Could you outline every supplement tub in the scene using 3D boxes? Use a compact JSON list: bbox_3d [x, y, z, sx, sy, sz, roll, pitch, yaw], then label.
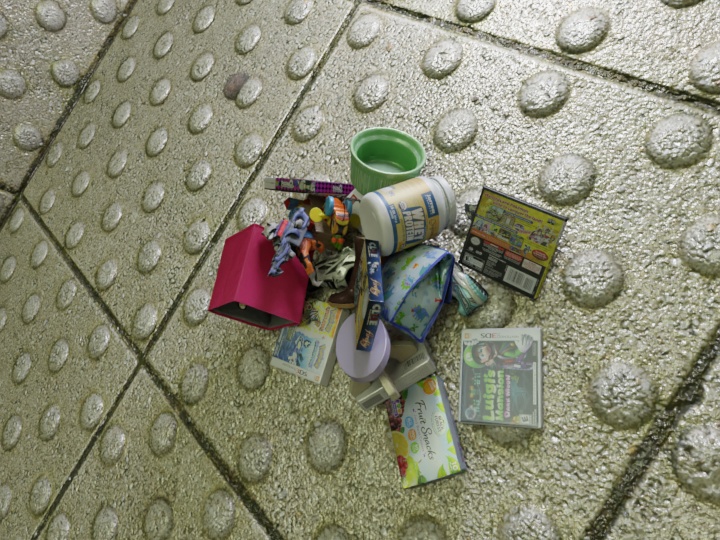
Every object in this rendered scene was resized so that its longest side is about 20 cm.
[{"bbox_3d":[0.109,-0.131,1.246,0.195,0.147,0.147,-20,57,-18],"label":"supplement tub"}]

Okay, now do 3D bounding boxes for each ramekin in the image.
[{"bbox_3d":[0.064,-0.264,1.368,0.193,0.099,0.204,5,46,-5],"label":"ramekin"}]

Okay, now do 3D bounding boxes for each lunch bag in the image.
[{"bbox_3d":[0.118,0.035,1.231,0.204,0.126,0.169,-61,28,-2],"label":"lunch bag"}]

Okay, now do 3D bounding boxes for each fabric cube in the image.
[{"bbox_3d":[-0.262,0.025,1.418,0.198,0.192,0.206,-17,59,52],"label":"fabric cube"}]

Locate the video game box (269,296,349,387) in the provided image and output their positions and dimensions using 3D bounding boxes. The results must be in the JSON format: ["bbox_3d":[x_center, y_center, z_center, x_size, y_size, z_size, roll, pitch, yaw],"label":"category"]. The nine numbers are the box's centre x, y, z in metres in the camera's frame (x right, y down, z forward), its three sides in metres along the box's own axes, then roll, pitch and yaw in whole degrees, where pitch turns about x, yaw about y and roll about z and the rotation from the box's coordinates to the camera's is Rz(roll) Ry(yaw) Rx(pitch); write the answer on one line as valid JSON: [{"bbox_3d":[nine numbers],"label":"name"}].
[{"bbox_3d":[-0.135,0.179,1.419,0.178,0.047,0.206,12,80,32],"label":"video game box"}]

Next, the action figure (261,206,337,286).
[{"bbox_3d":[-0.167,-0.038,1.325,0.104,0.192,0.203,-29,25,56],"label":"action figure"}]

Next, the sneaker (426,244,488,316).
[{"bbox_3d":[0.202,0.021,1.252,0.087,0.077,0.201,-48,56,11],"label":"sneaker"}]

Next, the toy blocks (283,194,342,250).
[{"bbox_3d":[-0.132,-0.135,1.440,0.101,0.133,0.204,-58,34,36],"label":"toy blocks"}]

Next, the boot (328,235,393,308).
[{"bbox_3d":[0.000,0.000,1.348,0.193,0.072,0.172,-10,97,14],"label":"boot"}]

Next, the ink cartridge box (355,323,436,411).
[{"bbox_3d":[0.070,0.209,1.274,0.197,0.045,0.178,-32,33,13],"label":"ink cartridge box"}]

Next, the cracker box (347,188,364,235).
[{"bbox_3d":[0.048,-0.148,1.413,0.134,0.057,0.201,-46,56,9],"label":"cracker box"}]

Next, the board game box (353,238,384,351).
[{"bbox_3d":[0.016,0.049,1.152,0.033,0.138,0.203,8,38,-8],"label":"board game box"}]

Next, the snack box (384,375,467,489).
[{"bbox_3d":[0.139,0.355,1.185,0.139,0.053,0.205,-25,60,21],"label":"snack box"}]

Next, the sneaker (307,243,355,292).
[{"bbox_3d":[-0.068,0.016,1.417,0.197,0.074,0.090,-33,57,18],"label":"sneaker"}]

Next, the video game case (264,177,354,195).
[{"bbox_3d":[-0.133,-0.228,1.468,0.177,0.198,0.037,10,100,33],"label":"video game case"}]

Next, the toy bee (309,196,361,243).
[{"bbox_3d":[-0.064,-0.126,1.330,0.126,0.200,0.113,9,96,1],"label":"toy bee"}]

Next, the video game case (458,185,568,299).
[{"bbox_3d":[0.328,-0.063,1.183,0.197,0.025,0.186,28,112,30],"label":"video game case"}]

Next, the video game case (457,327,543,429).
[{"bbox_3d":[0.298,0.226,1.153,0.177,0.023,0.207,-5,71,30],"label":"video game case"}]

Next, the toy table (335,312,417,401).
[{"bbox_3d":[0.027,0.193,1.190,0.181,0.118,0.203,-30,34,16],"label":"toy table"}]

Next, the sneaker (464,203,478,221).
[{"bbox_3d":[0.338,-0.128,1.229,0.195,0.059,0.108,-17,69,29],"label":"sneaker"}]
